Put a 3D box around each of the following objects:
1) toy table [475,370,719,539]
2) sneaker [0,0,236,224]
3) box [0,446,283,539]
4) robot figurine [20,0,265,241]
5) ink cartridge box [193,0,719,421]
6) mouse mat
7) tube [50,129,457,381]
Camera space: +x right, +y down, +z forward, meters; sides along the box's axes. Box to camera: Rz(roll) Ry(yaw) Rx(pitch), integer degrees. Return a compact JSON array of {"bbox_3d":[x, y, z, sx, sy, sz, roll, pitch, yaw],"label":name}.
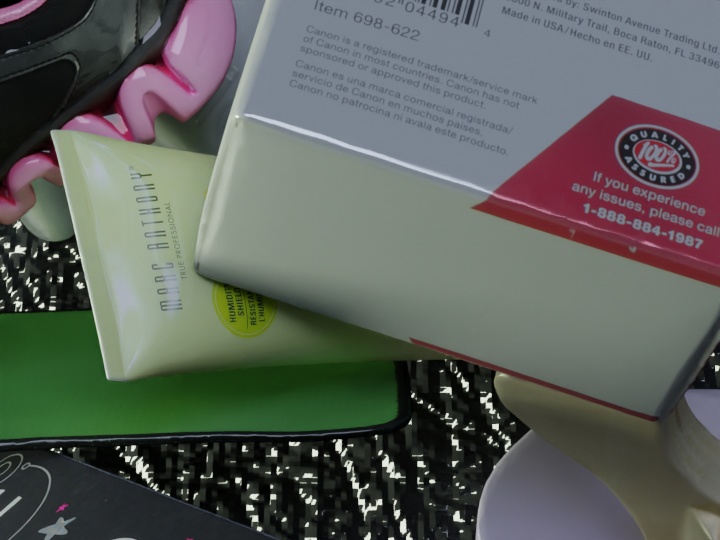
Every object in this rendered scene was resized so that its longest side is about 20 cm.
[{"bbox_3d":[0.133,0.076,0.743,0.198,0.117,0.185,6,60,5],"label":"toy table"},{"bbox_3d":[-0.133,-0.043,0.714,0.200,0.095,0.079,-43,47,-4],"label":"sneaker"},{"bbox_3d":[-0.054,0.140,0.649,0.115,0.133,0.200,-42,26,-20],"label":"box"},{"bbox_3d":[-0.041,-0.089,0.830,0.169,0.113,0.201,32,78,12],"label":"robot figurine"},{"bbox_3d":[0.050,-0.078,0.712,0.144,0.084,0.201,17,57,-1],"label":"ink cartridge box"},{"bbox_3d":[-0.084,0.032,0.769,0.198,0.161,0.008,-1,103,0],"label":"mouse mat"},{"bbox_3d":[0.000,0.000,0.743,0.199,0.052,0.058,4,20,-38],"label":"tube"}]
